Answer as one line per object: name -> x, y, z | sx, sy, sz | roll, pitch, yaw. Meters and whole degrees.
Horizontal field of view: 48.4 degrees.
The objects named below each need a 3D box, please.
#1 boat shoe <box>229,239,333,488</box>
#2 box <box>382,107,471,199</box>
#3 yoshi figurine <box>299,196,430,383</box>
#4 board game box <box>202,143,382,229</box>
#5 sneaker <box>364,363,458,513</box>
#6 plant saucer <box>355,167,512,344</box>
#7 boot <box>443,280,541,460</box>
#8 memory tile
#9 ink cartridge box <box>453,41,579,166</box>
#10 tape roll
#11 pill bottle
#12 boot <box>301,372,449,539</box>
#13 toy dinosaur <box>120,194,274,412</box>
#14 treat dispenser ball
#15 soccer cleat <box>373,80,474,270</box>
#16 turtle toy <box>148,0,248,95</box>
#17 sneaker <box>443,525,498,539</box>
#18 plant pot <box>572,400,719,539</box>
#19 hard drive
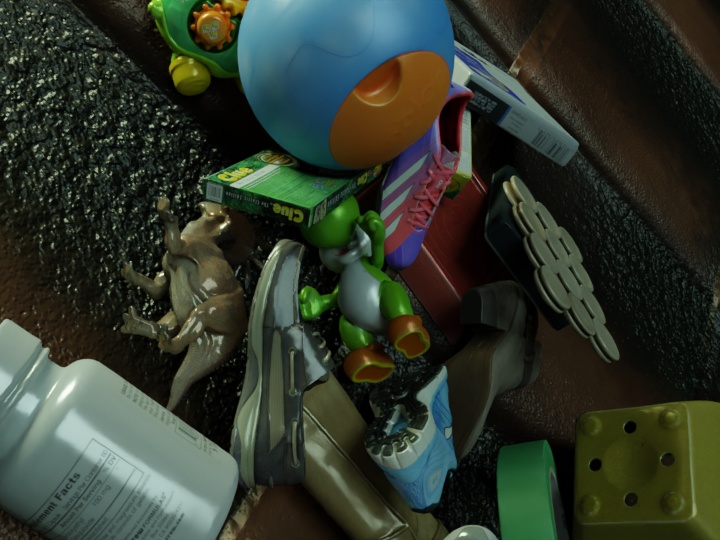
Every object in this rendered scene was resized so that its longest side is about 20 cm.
boat shoe -> -0.059, 0.078, 0.663 | 0.072, 0.075, 0.205 | 8, 85, -2
box -> 0.031, -0.167, 0.904 | 0.197, 0.048, 0.119 | 21, 50, -18
yoshi figurine -> -0.012, -0.002, 0.775 | 0.110, 0.113, 0.203 | -11, 57, -18
board game box -> -0.056, -0.089, 0.757 | 0.103, 0.024, 0.200 | 19, 25, 14
sneaker -> 0.052, 0.156, 0.749 | 0.200, 0.077, 0.091 | -55, 124, -70
plant saucer -> 0.109, -0.050, 0.943 | 0.201, 0.037, 0.200 | 53, 48, -5
boot -> 0.150, 0.110, 0.880 | 0.145, 0.069, 0.204 | 20, 80, -50
memory tile -> 0.216, -0.004, 0.873 | 0.153, 0.017, 0.202 | 40, 30, -33
ink cartridge box -> 0.168, -0.235, 1.046 | 0.195, 0.047, 0.201 | 23, 23, -30
tape roll -> 0.174, 0.268, 0.765 | 0.200, 0.047, 0.205 | -13, 90, -75
pill bottle -> -0.194, 0.130, 0.565 | 0.199, 0.114, 0.115 | 40, 50, -17
boot -> -0.020, 0.212, 0.702 | 0.201, 0.066, 0.175 | 53, 36, -7
toy dinosaur -> -0.129, 0.018, 0.696 | 0.134, 0.085, 0.204 | 8, 70, -43
treat dispenser ball -> -0.013, -0.195, 0.728 | 0.198, 0.200, 0.205 | 17, 60, -31
soccer cleat -> 0.065, -0.096, 0.823 | 0.068, 0.072, 0.204 | 1, 102, -49
turtle toy -> -0.123, -0.264, 0.815 | 0.197, 0.101, 0.148 | -11, 76, -41
sneaker -> 0.093, 0.267, 0.696 | 0.069, 0.203, 0.081 | 9, 45, 13
plant pot -> 0.312, 0.236, 0.824 | 0.200, 0.193, 0.197 | 44, 46, -40
hard drive -> 0.202, -0.035, 0.943 | 0.140, 0.033, 0.201 | 50, 25, -12
